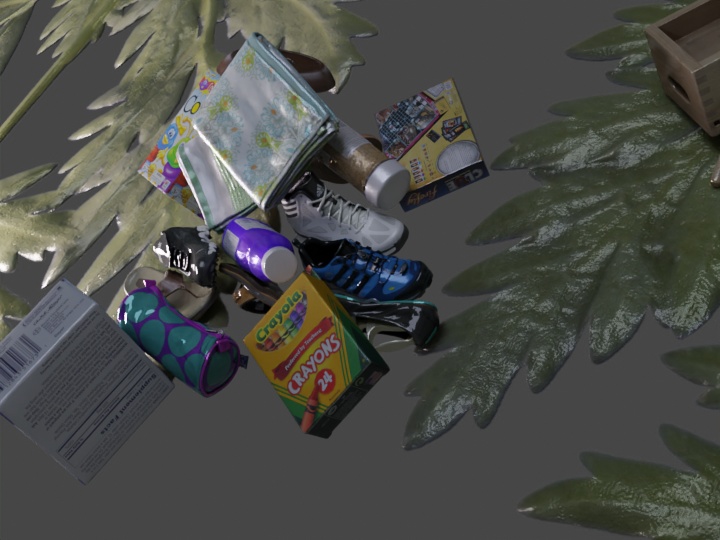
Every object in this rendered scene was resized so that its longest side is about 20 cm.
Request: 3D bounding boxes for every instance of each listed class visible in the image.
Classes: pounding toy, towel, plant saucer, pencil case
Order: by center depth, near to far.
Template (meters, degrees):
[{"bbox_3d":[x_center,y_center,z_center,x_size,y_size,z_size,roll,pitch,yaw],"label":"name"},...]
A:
[{"bbox_3d":[0.474,-0.244,1.375,0.183,0.143,0.201,-27,33,6],"label":"pounding toy"},{"bbox_3d":[-0.252,0.093,1.499,0.199,0.085,0.093,28,103,35],"label":"pencil case"},{"bbox_3d":[-0.138,-0.208,1.520,0.171,0.048,0.200,-48,68,20],"label":"towel"},{"bbox_3d":[-0.176,-0.162,1.584,0.199,0.031,0.150,-31,81,28],"label":"towel"},{"bbox_3d":[-0.137,-0.333,1.778,0.198,0.032,0.201,8,24,-4],"label":"plant saucer"}]

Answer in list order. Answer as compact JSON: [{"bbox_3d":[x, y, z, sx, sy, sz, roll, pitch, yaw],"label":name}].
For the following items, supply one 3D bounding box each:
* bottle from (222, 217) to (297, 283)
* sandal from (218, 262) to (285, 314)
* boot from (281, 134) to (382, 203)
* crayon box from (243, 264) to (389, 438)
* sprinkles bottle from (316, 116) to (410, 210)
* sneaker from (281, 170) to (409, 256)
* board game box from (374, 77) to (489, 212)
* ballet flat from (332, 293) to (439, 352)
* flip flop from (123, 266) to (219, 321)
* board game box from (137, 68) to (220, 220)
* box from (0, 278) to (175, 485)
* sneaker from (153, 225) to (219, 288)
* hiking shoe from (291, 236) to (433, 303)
[{"bbox_3d":[-0.136,-0.026,1.512,0.200,0.083,0.066,32,104,67],"label":"bottle"},{"bbox_3d":[-0.140,0.041,1.518,0.199,0.081,0.055,33,97,39],"label":"sandal"},{"bbox_3d":[-0.068,-0.195,1.675,0.198,0.074,0.155,-19,39,8],"label":"boot"},{"bbox_3d":[-0.067,0.096,1.374,0.127,0.051,0.200,-48,55,12],"label":"crayon box"},{"bbox_3d":[-0.018,-0.166,1.535,0.068,0.068,0.200,-43,61,-11],"label":"sprinkles bottle"},{"bbox_3d":[-0.034,-0.077,1.515,0.199,0.116,0.076,9,57,35],"label":"sneaker"},{"bbox_3d":[0.102,-0.188,1.593,0.134,0.035,0.201,-23,45,11],"label":"board game box"},{"bbox_3d":[0.006,0.069,1.402,0.198,0.068,0.069,2,63,32],"label":"ballet flat"},{"bbox_3d":[-0.292,0.027,1.616,0.199,0.058,0.081,19,63,40],"label":"flip flop"},{"bbox_3d":[-0.242,-0.199,1.719,0.105,0.103,0.201,34,89,45],"label":"board game box"},{"bbox_3d":[-0.385,0.150,1.458,0.105,0.201,0.184,26,68,44],"label":"box"},{"bbox_3d":[-0.257,-0.021,1.579,0.089,0.067,0.200,3,17,-15],"label":"sneaker"},{"bbox_3d":[0.000,0.000,1.448,0.198,0.087,0.075,2,53,32],"label":"hiking shoe"}]
